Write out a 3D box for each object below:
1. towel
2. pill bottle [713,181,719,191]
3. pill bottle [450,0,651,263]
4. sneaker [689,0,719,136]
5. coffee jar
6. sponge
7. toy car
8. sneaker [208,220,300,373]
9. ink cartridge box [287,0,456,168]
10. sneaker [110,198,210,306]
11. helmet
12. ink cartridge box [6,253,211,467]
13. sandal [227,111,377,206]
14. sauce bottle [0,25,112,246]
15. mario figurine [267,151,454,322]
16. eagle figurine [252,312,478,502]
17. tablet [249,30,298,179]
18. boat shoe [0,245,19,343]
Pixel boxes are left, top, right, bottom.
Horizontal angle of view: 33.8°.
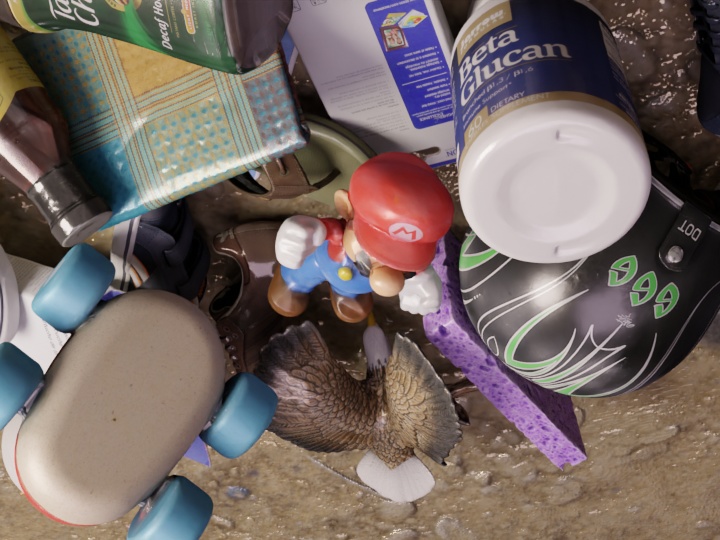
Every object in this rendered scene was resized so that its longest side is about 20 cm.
[{"bbox_3d":[-0.137,-0.118,0.785,0.199,0.022,0.147,-18,88,24],"label":"towel"},{"bbox_3d":[0.364,-0.011,0.884,0.199,0.117,0.117,12,131,-10],"label":"pill bottle"},{"bbox_3d":[0.112,-0.108,0.745,0.110,0.201,0.111,0,131,0],"label":"pill bottle"},{"bbox_3d":[0.206,-0.179,0.753,0.145,0.077,0.203,-2,123,-12],"label":"sneaker"},{"bbox_3d":[-0.144,-0.188,0.716,0.199,0.085,0.105,15,132,23],"label":"coffee jar"},{"bbox_3d":[0.116,0.065,0.961,0.030,0.112,0.200,-30,125,23],"label":"sponge"},{"bbox_3d":[-0.199,0.109,0.878,0.184,0.177,0.200,40,150,-15],"label":"toy car"},{"bbox_3d":[-0.088,0.044,0.977,0.075,0.071,0.201,2,122,-7],"label":"sneaker"},{"bbox_3d":[0.015,-0.147,0.812,0.099,0.039,0.200,-13,137,13],"label":"ink cartridge box"},{"bbox_3d":[-0.153,-0.016,0.918,0.079,0.079,0.200,16,142,-6],"label":"sneaker"},{"bbox_3d":[0.164,-0.003,0.853,0.199,0.200,0.191,28,115,-22],"label":"helmet"},{"bbox_3d":[-0.232,0.082,0.975,0.199,0.043,0.197,16,137,27],"label":"ink cartridge box"},{"bbox_3d":[-0.076,-0.081,0.840,0.200,0.058,0.080,20,148,-12],"label":"sandal"},{"bbox_3d":[-0.236,-0.107,0.781,0.066,0.066,0.200,-41,84,31],"label":"sauce bottle"},{"bbox_3d":[0.000,0.000,0.815,0.106,0.123,0.200,55,152,5],"label":"mario figurine"},{"bbox_3d":[0.015,0.105,0.963,0.152,0.151,0.200,-45,164,11],"label":"eagle figurine"},{"bbox_3d":[-0.112,-0.154,0.835,0.129,0.014,0.201,13,130,-11],"label":"tablet"},{"bbox_3d":[-0.313,-0.024,0.875,0.071,0.070,0.201,6,116,30],"label":"boat shoe"}]
